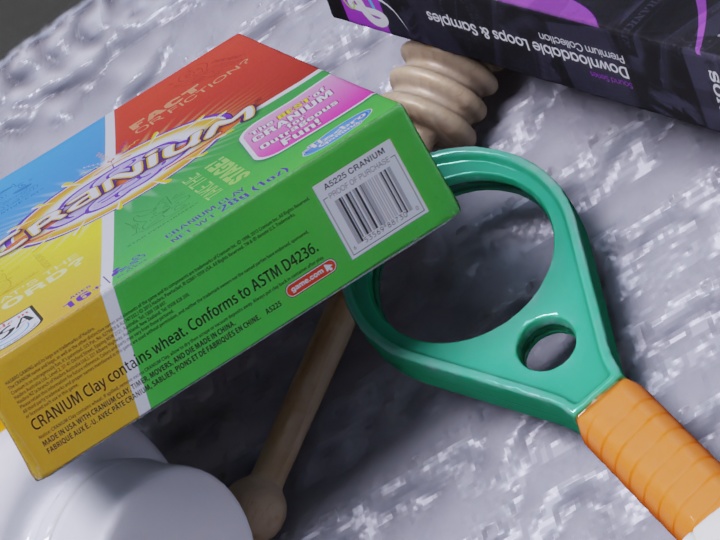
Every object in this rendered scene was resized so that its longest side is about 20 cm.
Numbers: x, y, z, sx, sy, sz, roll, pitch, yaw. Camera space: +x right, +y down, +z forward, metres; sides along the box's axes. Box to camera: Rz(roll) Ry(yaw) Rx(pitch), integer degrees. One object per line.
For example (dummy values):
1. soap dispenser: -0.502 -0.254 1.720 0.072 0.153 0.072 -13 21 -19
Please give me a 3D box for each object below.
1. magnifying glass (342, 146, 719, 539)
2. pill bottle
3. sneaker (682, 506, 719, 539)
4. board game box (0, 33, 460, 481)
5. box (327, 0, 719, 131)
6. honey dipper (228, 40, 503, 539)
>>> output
1. magnifying glass: 0.063 0.030 0.818 0.080 0.022 0.200 -40 52 -5
2. pill bottle: -0.133 0.097 0.887 0.199 0.109 0.110 1 63 40
3. sneaker: 0.173 0.061 0.683 0.200 0.077 0.111 -45 38 12
4. board game box: -0.069 -0.012 0.871 0.153 0.040 0.200 -33 19 -9
5. box: 0.097 -0.118 0.863 0.143 0.036 0.200 -43 41 -23
6. honey dipper: 0.000 0.000 0.902 0.038 0.038 0.201 14 76 44
